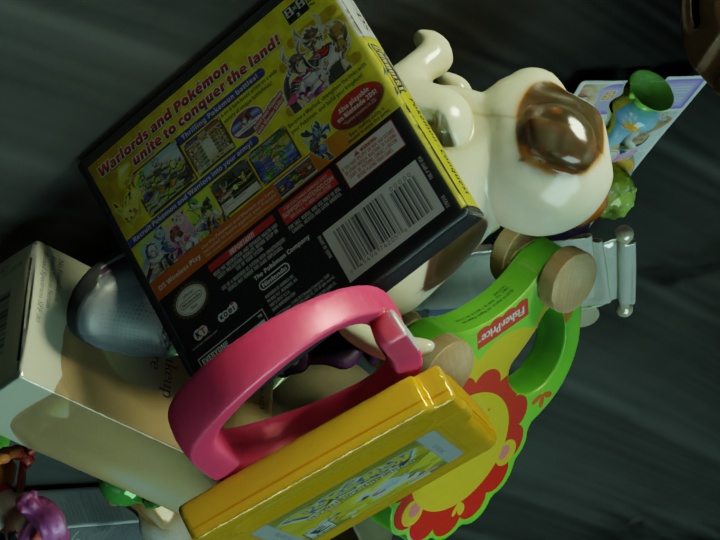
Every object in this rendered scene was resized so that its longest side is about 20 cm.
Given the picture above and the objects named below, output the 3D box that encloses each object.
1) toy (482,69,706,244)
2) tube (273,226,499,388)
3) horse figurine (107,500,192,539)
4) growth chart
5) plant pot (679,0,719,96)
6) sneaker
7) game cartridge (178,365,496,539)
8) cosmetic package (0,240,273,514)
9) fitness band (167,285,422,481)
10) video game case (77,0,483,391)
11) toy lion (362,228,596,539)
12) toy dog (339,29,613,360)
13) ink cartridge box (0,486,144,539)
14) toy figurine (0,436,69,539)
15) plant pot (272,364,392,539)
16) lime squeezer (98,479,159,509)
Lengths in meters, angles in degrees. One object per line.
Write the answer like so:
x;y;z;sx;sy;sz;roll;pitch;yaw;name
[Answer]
0.166;-0.062;1.562;0.115;0.047;0.200;-6;145;-31;toy
0.000;0.000;1.510;0.200;0.058;0.052;-32;121;0;tube
-0.150;0.169;1.569;0.050;0.132;0.200;-46;136;-30;horse figurine
0.110;0.007;1.601;0.199;0.018;0.145;-2;151;-4;growth chart
0.323;-0.161;1.395;0.198;0.201;0.200;9;136;-38;plant pot
-0.079;0.029;1.338;0.200;0.087;0.075;-1;117;-39;sneaker
-0.008;0.125;1.345;0.176;0.033;0.200;-30;166;5;game cartridge
-0.152;0.074;1.385;0.200;0.105;0.071;28;139;-36;cosmetic package
-0.036;0.066;1.229;0.143;0.037;0.200;-29;164;-1;fitness band
-0.051;-0.047;1.258;0.200;0.181;0.025;-38;159;20;video game case
0.079;0.090;1.515;0.200;0.069;0.192;-34;135;-30;toy lion
0.055;-0.057;1.333;0.199;0.194;0.140;-19;144;4;toy dog
-0.268;0.240;1.704;0.200;0.047;0.198;-1;142;-43;ink cartridge box
-0.227;0.156;1.408;0.150;0.184;0.200;-41;148;-29;toy figurine
-0.046;0.136;1.599;0.135;0.200;0.201;-50;168;-37;plant pot
-0.135;0.131;1.492;0.199;0.071;0.038;9;161;13;lime squeezer
